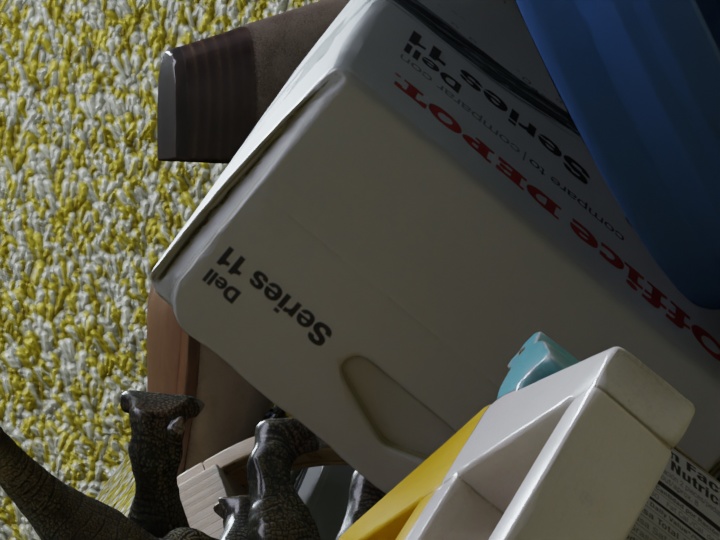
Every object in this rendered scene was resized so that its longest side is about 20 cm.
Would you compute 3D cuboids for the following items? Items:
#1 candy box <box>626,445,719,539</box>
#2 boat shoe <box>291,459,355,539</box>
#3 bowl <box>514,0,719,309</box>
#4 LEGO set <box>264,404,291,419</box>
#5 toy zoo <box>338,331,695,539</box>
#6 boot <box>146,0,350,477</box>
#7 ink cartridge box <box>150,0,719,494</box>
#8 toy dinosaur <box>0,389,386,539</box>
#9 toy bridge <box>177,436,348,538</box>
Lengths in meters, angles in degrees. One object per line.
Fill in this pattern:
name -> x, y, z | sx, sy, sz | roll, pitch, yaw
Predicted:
candy box -> 0.020, 0.115, 0.439 | 0.117, 0.056, 0.200 | -51, 4, 22
boat shoe -> 0.006, 0.075, 0.750 | 0.201, 0.071, 0.064 | -56, 7, -16
bowl -> 0.069, -0.083, 0.567 | 0.039, 0.202, 0.201 | -23, 14, 16
LEGO set -> -0.044, 0.080, 0.888 | 0.154, 0.116, 0.200 | -54, 5, -20
toy zoo -> -0.005, 0.090, 0.409 | 0.200, 0.020, 0.131 | -55, 6, -31
boot -> 0.000, 0.000, 0.783 | 0.070, 0.145, 0.202 | -145, 57, -67
ink cartridge box -> 0.039, -0.012, 0.640 | 0.083, 0.146, 0.200 | -48, 7, 22
toy dinosaur -> -0.030, 0.092, 0.570 | 0.200, 0.076, 0.103 | 58, -152, -58
toy bridge -> -0.038, 0.092, 0.693 | 0.199, 0.068, 0.027 | -30, -34, 11
